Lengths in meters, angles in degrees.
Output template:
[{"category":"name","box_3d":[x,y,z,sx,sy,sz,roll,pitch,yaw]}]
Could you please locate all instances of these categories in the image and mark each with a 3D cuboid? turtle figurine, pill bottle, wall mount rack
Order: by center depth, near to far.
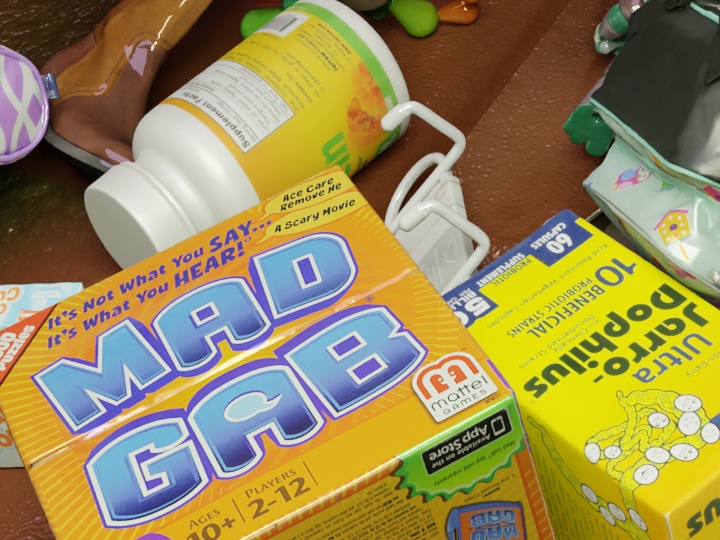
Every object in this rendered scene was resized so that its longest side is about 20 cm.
[{"category":"wall mount rack","box_3d":[0.000,0.000,1.135,0.174,0.074,0.201,-49,25,24]},{"category":"turtle figurine","box_3d":[0.209,-0.151,1.215,0.148,0.101,0.201,9,53,29]},{"category":"pill bottle","box_3d":[-0.073,-0.075,1.220,0.200,0.112,0.111,-40,44,-23]}]

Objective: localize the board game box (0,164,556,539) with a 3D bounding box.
[{"category":"board game box","box_3d":[-0.035,0.115,0.920,0.199,0.201,0.200,-26,40,-9]}]

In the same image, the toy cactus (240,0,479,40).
[{"category":"toy cactus","box_3d":[0.008,-0.203,1.304,0.198,0.103,0.165,-7,0,6]}]

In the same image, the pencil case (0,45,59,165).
[{"category":"pencil case","box_3d":[-0.295,-0.107,1.318,0.199,0.086,0.084,-5,19,46]}]

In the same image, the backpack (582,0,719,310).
[{"category":"backpack","box_3d":[0.226,-0.043,1.005,0.154,0.198,0.176,-64,19,9]}]

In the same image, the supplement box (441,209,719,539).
[{"category":"supplement box","box_3d":[0.133,0.076,0.971,0.108,0.110,0.200,-34,43,-18]}]

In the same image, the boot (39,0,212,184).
[{"category":"boot","box_3d":[-0.133,-0.147,1.322,0.200,0.068,0.188,-48,32,-3]}]

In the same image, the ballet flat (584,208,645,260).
[{"category":"ballet flat","box_3d":[0.130,-0.005,1.113,0.199,0.047,0.067,-32,42,-15]}]

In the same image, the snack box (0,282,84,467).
[{"category":"snack box","box_3d":[-0.235,0.064,1.121,0.198,0.117,0.037,-2,42,19]}]
